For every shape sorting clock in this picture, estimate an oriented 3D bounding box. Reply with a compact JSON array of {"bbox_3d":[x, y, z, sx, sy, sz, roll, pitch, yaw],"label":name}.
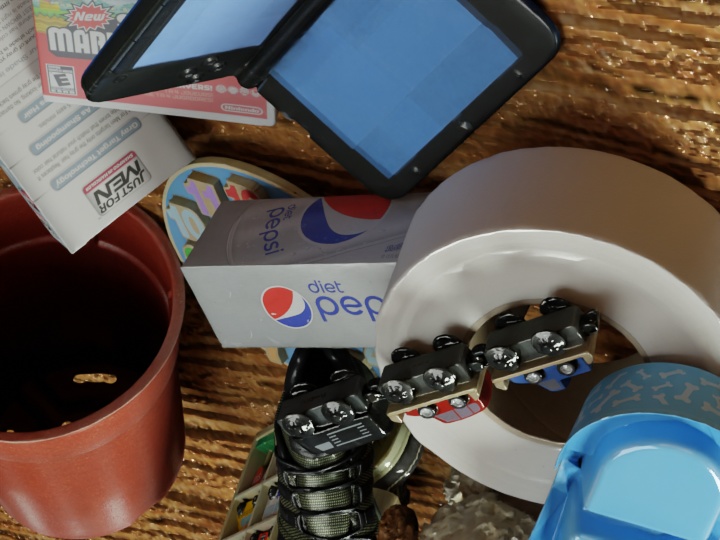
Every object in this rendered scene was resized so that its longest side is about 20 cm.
[{"bbox_3d":[-0.046,0.007,1.551,0.199,0.039,0.200,30,146,22],"label":"shape sorting clock"}]

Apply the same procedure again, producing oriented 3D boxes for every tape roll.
[{"bbox_3d":[0.111,0.033,1.305,0.201,0.071,0.203,9,132,10],"label":"tape roll"}]

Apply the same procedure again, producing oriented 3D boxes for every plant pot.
[{"bbox_3d":[-0.205,0.076,1.689,0.200,0.201,0.196,29,155,22],"label":"plant pot"}]

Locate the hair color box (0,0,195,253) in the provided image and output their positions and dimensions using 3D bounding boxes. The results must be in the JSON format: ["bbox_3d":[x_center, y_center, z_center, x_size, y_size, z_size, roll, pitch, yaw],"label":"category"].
[{"bbox_3d":[-0.201,-0.121,1.501,0.200,0.099,0.061,55,171,-18],"label":"hair color box"}]

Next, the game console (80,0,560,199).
[{"bbox_3d":[-0.025,-0.110,1.298,0.200,0.170,0.119,-43,67,52],"label":"game console"}]

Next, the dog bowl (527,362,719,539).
[{"bbox_3d":[0.149,0.125,1.291,0.111,0.050,0.201,16,136,1],"label":"dog bowl"}]

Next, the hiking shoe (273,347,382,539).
[{"bbox_3d":[-0.026,0.130,1.471,0.075,0.201,0.101,-11,153,10],"label":"hiking shoe"}]

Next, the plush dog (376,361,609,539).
[{"bbox_3d":[0.107,0.156,1.428,0.199,0.172,0.161,29,146,24],"label":"plush dog"}]

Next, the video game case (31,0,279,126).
[{"bbox_3d":[-0.117,-0.161,1.388,0.142,0.018,0.200,7,141,4],"label":"video game case"}]

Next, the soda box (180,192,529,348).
[{"bbox_3d":[0.000,0.000,1.423,0.199,0.064,0.068,-2,131,31],"label":"soda box"}]

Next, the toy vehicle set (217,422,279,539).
[{"bbox_3d":[-0.047,0.151,1.624,0.026,0.125,0.200,24,158,-14],"label":"toy vehicle set"}]

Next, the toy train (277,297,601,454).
[{"bbox_3d":[0.044,0.059,1.279,0.199,0.034,0.046,-20,125,32],"label":"toy train"}]

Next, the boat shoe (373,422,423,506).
[{"bbox_3d":[0.003,0.151,1.649,0.066,0.072,0.201,34,148,-8],"label":"boat shoe"}]

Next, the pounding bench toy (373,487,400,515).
[{"bbox_3d":[0.066,0.232,1.593,0.199,0.124,0.156,31,148,6],"label":"pounding bench toy"}]
